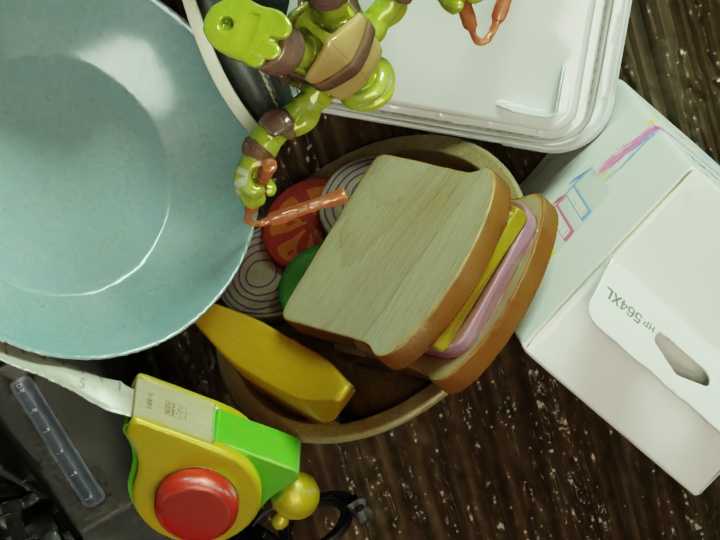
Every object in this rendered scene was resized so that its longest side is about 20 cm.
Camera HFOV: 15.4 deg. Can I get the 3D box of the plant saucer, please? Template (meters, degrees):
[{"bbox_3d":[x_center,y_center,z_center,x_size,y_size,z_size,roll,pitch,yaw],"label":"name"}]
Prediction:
[{"bbox_3d":[-0.149,-0.050,1.329,0.201,0.039,0.201,6,74,-23],"label":"plant saucer"}]

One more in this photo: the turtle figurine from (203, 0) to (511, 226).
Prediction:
[{"bbox_3d":[-0.010,-0.118,1.285,0.200,0.161,0.064,-43,65,1],"label":"turtle figurine"}]

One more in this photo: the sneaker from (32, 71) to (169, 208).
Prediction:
[{"bbox_3d":[-0.206,-0.035,1.387,0.200,0.070,0.100,-35,106,-2],"label":"sneaker"}]

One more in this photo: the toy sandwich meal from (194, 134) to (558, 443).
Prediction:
[{"bbox_3d":[0.000,0.000,1.353,0.205,0.205,0.070,-37,135,6],"label":"toy sandwich meal"}]

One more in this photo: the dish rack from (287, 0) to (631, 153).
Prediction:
[{"bbox_3d":[0.040,-0.150,1.367,0.200,0.044,0.172,10,108,5],"label":"dish rack"}]

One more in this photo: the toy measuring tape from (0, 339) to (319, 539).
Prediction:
[{"bbox_3d":[-0.116,0.088,1.322,0.200,0.074,0.074,21,104,-14],"label":"toy measuring tape"}]

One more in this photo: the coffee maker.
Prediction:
[{"bbox_3d":[-0.131,0.096,1.419,0.192,0.135,0.200,-36,112,-21],"label":"coffee maker"}]

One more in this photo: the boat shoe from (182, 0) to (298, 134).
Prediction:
[{"bbox_3d":[-0.058,-0.163,1.327,0.067,0.072,0.200,-11,97,16],"label":"boat shoe"}]

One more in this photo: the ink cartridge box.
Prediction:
[{"bbox_3d":[0.156,0.009,1.373,0.128,0.200,0.125,39,100,-18],"label":"ink cartridge box"}]
